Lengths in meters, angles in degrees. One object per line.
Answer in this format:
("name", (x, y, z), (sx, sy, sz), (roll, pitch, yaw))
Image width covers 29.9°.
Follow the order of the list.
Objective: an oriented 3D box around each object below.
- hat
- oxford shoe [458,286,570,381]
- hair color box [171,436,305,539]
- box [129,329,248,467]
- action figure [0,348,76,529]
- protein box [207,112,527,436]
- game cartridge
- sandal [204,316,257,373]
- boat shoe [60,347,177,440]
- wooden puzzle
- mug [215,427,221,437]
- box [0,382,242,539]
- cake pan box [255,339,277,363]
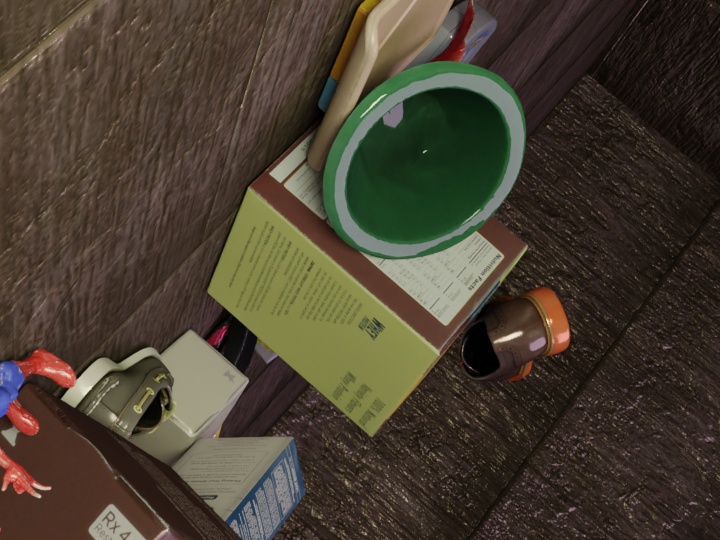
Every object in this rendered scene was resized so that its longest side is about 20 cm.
("hat", (0.025, -0.123, 1.074), (0.199, 0.176, 0.167), (4, 120, -34))
("oxford shoe", (0.108, 0.061, 1.139), (0.072, 0.072, 0.200), (-19, 169, -15))
("hair color box", (-0.131, 0.211, 1.135), (0.099, 0.061, 0.200), (-4, -162, 22))
("box", (-0.191, 0.156, 1.312), (0.095, 0.078, 0.200), (-44, 172, -43))
("action figure", (-0.204, 0.103, 0.757), (0.065, 0.099, 0.200), (-52, 172, 12))
("protein box", (0.000, 0.000, 1.153), (0.135, 0.200, 0.199), (-46, 174, -30))
("game cartridge", (0.070, -0.191, 1.256), (0.133, 0.042, 0.200), (-46, 180, 20))
("sandal", (-0.134, 0.065, 1.411), (0.075, 0.045, 0.201), (-52, 165, -62))
("boat shoe", (-0.187, 0.108, 1.101), (0.072, 0.060, 0.202), (-50, 175, 3))
("wooden puzzle", (0.029, -0.188, 1.016), (0.200, 0.037, 0.185), (-53, 177, -29))
("mug", (-0.234, 0.279, 1.711), (0.148, 0.188, 0.153), (-18, 171, 11))
("box", (-0.184, 0.215, 0.929), (0.164, 0.166, 0.200), (-49, 146, -5))
("cake pan box", (-0.040, 0.022, 1.660), (0.184, 0.052, 0.200), (-39, 179, 15))
